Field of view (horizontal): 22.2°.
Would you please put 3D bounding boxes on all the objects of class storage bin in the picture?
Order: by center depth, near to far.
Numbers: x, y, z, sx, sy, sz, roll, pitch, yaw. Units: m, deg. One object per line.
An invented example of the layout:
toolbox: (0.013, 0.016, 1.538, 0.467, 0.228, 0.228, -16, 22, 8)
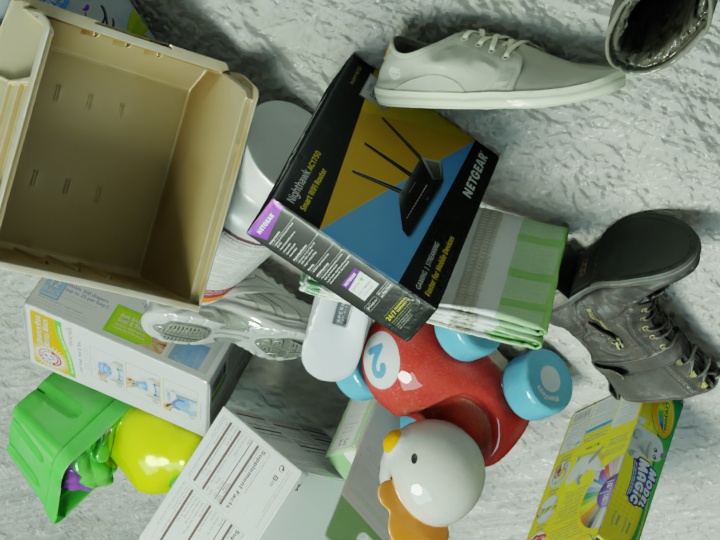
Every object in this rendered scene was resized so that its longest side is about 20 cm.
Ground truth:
storage bin: (-0.202, -0.091, 1.444, 0.199, 0.200, 0.093, 14, -176, -39)

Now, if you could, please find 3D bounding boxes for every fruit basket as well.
fruit basket: (-0.227, 0.168, 1.844, 0.214, 0.216, 0.156, 26, 144, 3)

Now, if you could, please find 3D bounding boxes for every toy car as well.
toy car: (0.058, 0.148, 1.633, 0.177, 0.201, 0.184, 40, 142, -21)

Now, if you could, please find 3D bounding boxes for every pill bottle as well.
pill bottle: (-0.109, -0.057, 1.572, 0.109, 0.110, 0.200, 37, 138, -12)

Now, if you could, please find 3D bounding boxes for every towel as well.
towel: (0.062, -0.015, 1.469, 0.198, 0.150, 0.031, 13, 133, 5)

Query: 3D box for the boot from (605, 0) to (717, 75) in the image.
boot: (0.208, -0.236, 1.080, 0.072, 0.201, 0.182, 26, 144, 2)

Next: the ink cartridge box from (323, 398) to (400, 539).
ink cartridge box: (0.022, 0.218, 1.743, 0.048, 0.201, 0.146, -14, 127, 39)

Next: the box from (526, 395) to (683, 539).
box: (0.206, 0.198, 1.599, 0.048, 0.201, 0.117, 39, 143, -14)

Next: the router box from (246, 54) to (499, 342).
router box: (0.014, -0.059, 1.414, 0.149, 0.201, 0.051, 33, 132, -8)

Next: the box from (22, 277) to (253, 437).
box: (-0.213, 0.057, 1.777, 0.199, 0.113, 0.102, 22, 145, 10)

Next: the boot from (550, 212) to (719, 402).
boot: (0.243, 0.041, 1.515, 0.174, 0.070, 0.199, 41, 146, -25)

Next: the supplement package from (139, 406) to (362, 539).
supplement package: (-0.088, 0.236, 1.783, 0.111, 0.156, 0.200, 36, -174, 28)

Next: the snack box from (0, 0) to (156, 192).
snack box: (-0.273, -0.193, 1.466, 0.067, 0.169, 0.200, 17, 148, 49)

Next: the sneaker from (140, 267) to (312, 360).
sneaker: (-0.102, 0.022, 1.695, 0.199, 0.100, 0.078, 12, 154, -23)

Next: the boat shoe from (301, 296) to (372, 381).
boat shoe: (0.000, 0.000, 1.606, 0.070, 0.070, 0.201, 17, 119, -3)

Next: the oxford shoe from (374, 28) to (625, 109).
oxford shoe: (0.100, -0.151, 1.371, 0.199, 0.075, 0.058, 4, 102, 27)
